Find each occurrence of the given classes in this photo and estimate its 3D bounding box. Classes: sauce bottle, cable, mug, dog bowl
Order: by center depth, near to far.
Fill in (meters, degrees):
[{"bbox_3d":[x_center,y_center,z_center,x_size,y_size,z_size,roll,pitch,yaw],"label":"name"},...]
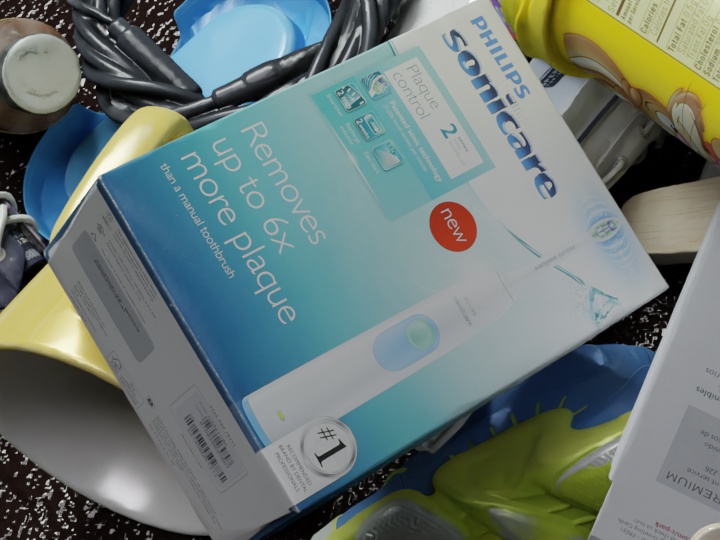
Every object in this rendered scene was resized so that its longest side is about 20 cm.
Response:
[{"bbox_3d":[-0.082,0.018,0.933,0.153,0.149,0.187,-60,8,-29],"label":"mug"},{"bbox_3d":[-0.070,-0.132,1.041,0.200,0.051,0.163,5,66,26],"label":"cable"},{"bbox_3d":[-0.187,-0.105,1.067,0.065,0.065,0.200,-45,16,-7],"label":"sauce bottle"},{"bbox_3d":[-0.090,-0.077,1.070,0.200,0.050,0.111,-44,50,-5],"label":"dog bowl"}]

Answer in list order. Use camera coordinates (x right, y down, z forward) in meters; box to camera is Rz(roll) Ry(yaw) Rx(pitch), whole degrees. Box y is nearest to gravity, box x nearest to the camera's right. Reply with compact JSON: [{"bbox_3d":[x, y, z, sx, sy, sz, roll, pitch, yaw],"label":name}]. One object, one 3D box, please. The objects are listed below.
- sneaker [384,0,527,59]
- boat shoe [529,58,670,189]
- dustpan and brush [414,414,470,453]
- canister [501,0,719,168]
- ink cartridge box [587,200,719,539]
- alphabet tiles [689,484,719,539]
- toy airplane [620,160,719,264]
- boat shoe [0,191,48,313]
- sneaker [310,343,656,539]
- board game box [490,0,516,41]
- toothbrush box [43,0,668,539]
[{"bbox_3d":[0.037,-0.082,0.998,0.088,0.075,0.200,-21,35,26],"label":"sneaker"},{"bbox_3d":[0.120,-0.082,0.958,0.074,0.065,0.200,5,39,49],"label":"boat shoe"},{"bbox_3d":[0.011,-0.001,0.912,0.140,0.200,0.057,42,103,1],"label":"dustpan and brush"},{"bbox_3d":[0.168,-0.071,0.695,0.200,0.148,0.087,42,122,38],"label":"canister"},{"bbox_3d":[0.205,0.073,0.737,0.200,0.084,0.176,26,114,15],"label":"ink cartridge box"},{"bbox_3d":[0.205,0.127,0.654,0.200,0.015,0.196,28,93,8],"label":"alphabet tiles"},{"bbox_3d":[0.222,-0.040,0.844,0.200,0.141,0.199,47,118,36],"label":"toy airplane"},{"bbox_3d":[-0.206,-0.036,1.030,0.093,0.200,0.075,7,24,25],"label":"boat shoe"},{"bbox_3d":[0.060,0.093,0.880,0.200,0.076,0.105,-21,34,14],"label":"sneaker"},{"bbox_3d":[0.106,-0.175,0.890,0.105,0.103,0.200,-29,7,-4],"label":"board game box"},{"bbox_3d":[0.000,0.000,0.789,0.200,0.085,0.147,-27,83,-31],"label":"toothbrush box"}]
